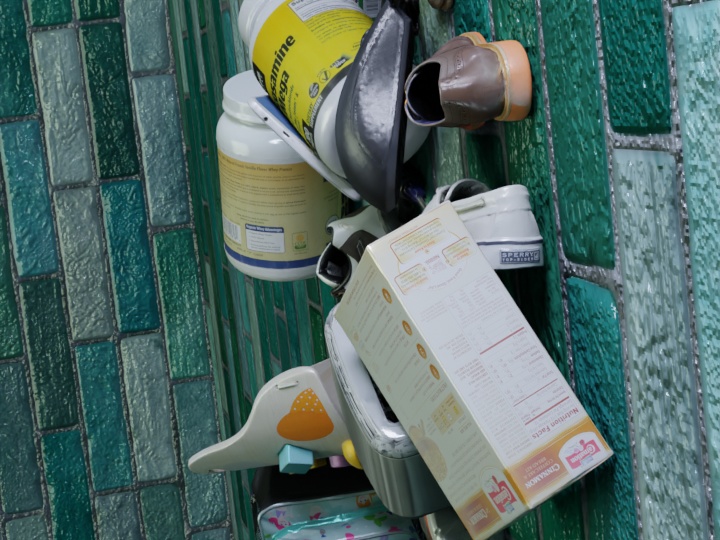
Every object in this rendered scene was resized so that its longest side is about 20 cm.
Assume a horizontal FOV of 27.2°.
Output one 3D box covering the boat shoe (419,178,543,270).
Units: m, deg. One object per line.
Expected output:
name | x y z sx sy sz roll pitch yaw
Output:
boat shoe | 0.077 -0.034 1.098 0.200 0.071 0.067 -173 80 -77

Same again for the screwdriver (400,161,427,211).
screwdriver | 0.059 -0.055 1.280 0.200 0.029 0.028 -126 31 -59

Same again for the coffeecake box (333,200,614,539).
coffeecake box | 0.071 0.076 1.031 0.201 0.073 0.154 58 162 11

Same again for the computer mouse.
computer mouse | 0.011 -0.143 1.130 0.139 0.052 0.203 79 -163 -75

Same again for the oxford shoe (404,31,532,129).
oxford shoe | 0.061 -0.137 1.089 0.200 0.072 0.072 -168 70 -78

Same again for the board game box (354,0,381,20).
board game box | -0.008 -0.350 1.382 0.135 0.029 0.202 -116 22 -58

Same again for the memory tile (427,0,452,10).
memory tile | 0.042 -0.316 1.200 0.201 0.017 0.155 -112 19 -51

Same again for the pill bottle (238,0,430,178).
pill bottle | -0.028 -0.177 1.295 0.200 0.111 0.113 51 150 41

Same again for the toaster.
toaster | 0.041 0.104 1.189 0.130 0.112 0.201 74 175 -56

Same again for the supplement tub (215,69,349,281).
supplement tub | -0.083 -0.106 1.610 0.145 0.143 0.202 -119 24 -59

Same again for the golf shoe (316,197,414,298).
golf shoe | 0.000 0.000 1.418 0.201 0.093 0.078 97 160 -54

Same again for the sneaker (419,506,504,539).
sneaker | 0.064 0.182 1.281 0.082 0.076 0.202 93 165 -52

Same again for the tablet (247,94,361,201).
tablet | -0.036 -0.116 1.361 0.130 0.014 0.200 42 -169 1

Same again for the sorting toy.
sorting toy | -0.065 0.148 1.400 0.200 0.178 0.108 -16 -94 -68

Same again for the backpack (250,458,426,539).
backpack | -0.016 0.285 1.480 0.151 0.175 0.202 -105 10 -51
